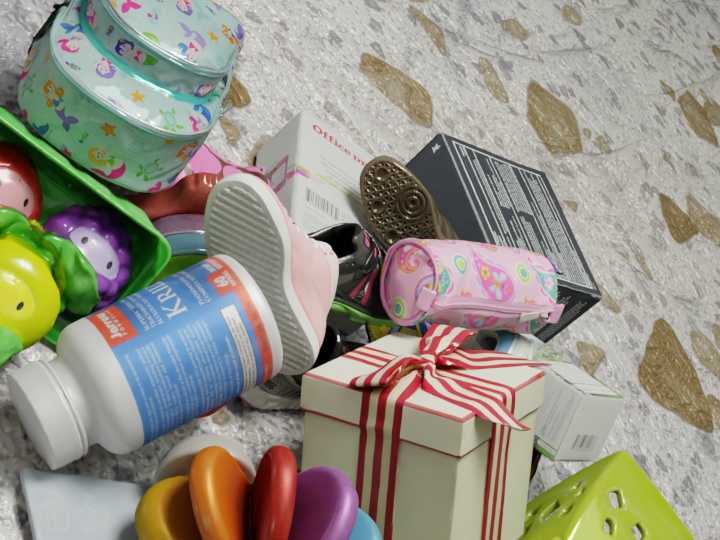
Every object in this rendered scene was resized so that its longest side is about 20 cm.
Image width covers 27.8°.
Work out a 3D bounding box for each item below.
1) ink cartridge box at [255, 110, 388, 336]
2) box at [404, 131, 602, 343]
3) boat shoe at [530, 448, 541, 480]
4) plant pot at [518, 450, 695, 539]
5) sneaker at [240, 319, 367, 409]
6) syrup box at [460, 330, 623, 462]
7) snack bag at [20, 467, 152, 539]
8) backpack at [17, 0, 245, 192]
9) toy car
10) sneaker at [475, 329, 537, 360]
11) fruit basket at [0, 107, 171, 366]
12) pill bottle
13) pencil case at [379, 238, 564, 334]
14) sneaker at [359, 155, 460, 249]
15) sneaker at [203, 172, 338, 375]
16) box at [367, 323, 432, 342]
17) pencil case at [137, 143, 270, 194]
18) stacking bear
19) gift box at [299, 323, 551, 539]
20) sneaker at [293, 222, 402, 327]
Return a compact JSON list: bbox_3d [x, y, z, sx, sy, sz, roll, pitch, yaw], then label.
[{"bbox_3d":[-0.038,-0.053,1.543,0.144,0.085,0.201,34,36,-26],"label":"ink cartridge box"},{"bbox_3d":[0.151,-0.032,1.721,0.198,0.123,0.201,17,42,-43],"label":"box"},{"bbox_3d":[0.131,0.217,1.484,0.072,0.068,0.200,51,32,3],"label":"boat shoe"},{"bbox_3d":[0.203,0.321,1.352,0.201,0.199,0.181,52,38,4],"label":"plant pot"},{"bbox_3d":[-0.033,0.088,1.397,0.199,0.087,0.074,5,52,-49],"label":"sneaker"},{"bbox_3d":[0.174,0.119,1.552,0.078,0.082,0.200,10,18,-46],"label":"syrup box"},{"bbox_3d":[-0.176,0.244,1.119,0.188,0.021,0.201,16,42,-43],"label":"snack bag"},{"bbox_3d":[-0.199,-0.173,1.272,0.177,0.151,0.201,32,38,-15],"label":"backpack"},{"bbox_3d":[-0.068,0.205,1.133,0.199,0.150,0.176,32,31,-28],"label":"toy car"},{"bbox_3d":[0.119,0.144,1.443,0.072,0.072,0.201,19,56,5],"label":"sneaker"},{"bbox_3d":[-0.272,-0.014,1.171,0.215,0.156,0.216,39,15,-13],"label":"fruit basket"},{"bbox_3d":[-0.171,0.076,1.150,0.199,0.112,0.113,-27,76,-24],"label":"pill bottle"},{"bbox_3d":[0.110,0.017,1.410,0.199,0.087,0.088,8,50,-44],"label":"pencil case"},{"bbox_3d":[0.062,-0.038,1.540,0.201,0.070,0.076,55,6,-16],"label":"sneaker"},{"bbox_3d":[-0.074,-0.016,1.274,0.105,0.075,0.201,-67,146,-50],"label":"sneaker"},{"bbox_3d":[0.056,0.069,1.544,0.064,0.070,0.201,23,40,-39],"label":"box"},{"bbox_3d":[-0.185,-0.109,1.421,0.199,0.091,0.094,34,65,-25],"label":"pencil case"},{"bbox_3d":[-0.153,0.035,1.290,0.114,0.121,0.201,49,29,-56],"label":"stacking bear"},{"bbox_3d":[0.068,0.155,1.289,0.199,0.188,0.184,11,17,25],"label":"gift box"},{"bbox_3d":[0.000,0.000,1.401,0.199,0.084,0.077,10,27,-34],"label":"sneaker"}]
